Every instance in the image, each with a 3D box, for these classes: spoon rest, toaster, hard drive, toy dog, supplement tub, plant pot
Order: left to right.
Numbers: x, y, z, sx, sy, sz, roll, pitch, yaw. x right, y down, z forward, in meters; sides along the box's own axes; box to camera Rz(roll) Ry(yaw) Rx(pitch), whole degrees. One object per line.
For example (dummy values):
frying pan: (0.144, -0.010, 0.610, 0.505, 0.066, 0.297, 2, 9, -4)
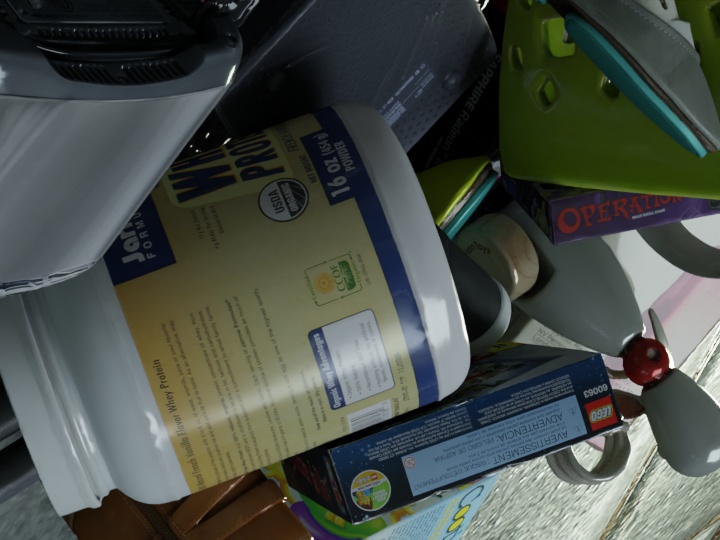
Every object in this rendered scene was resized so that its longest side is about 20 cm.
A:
toaster: (-0.138, -0.066, 0.873, 0.199, 0.114, 0.129, -10, 143, -54)
supplement tub: (-0.064, 0.020, 1.056, 0.199, 0.145, 0.145, -20, 154, -6)
hard drive: (-0.007, -0.103, 1.135, 0.135, 0.042, 0.200, -47, 159, 2)
toy dog: (0.124, 0.034, 1.324, 0.131, 0.202, 0.096, -11, 166, -24)
plant pot: (0.192, -0.151, 1.172, 0.198, 0.199, 0.183, -24, 113, -43)
spoon rest: (0.221, -0.022, 1.243, 0.099, 0.199, 0.061, -22, 113, -35)

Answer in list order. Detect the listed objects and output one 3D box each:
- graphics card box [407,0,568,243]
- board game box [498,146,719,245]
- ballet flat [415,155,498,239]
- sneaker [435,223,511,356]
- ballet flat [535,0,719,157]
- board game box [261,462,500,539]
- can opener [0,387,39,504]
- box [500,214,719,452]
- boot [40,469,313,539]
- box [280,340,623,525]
graphics card box: (0.090, -0.089, 1.328, 0.125, 0.051, 0.201, -20, 148, -49)
board game box: (0.182, -0.058, 1.232, 0.198, 0.033, 0.120, -11, -166, -7)
ballet flat: (0.000, 0.000, 1.295, 0.201, 0.067, 0.067, -56, 175, 33)
sneaker: (-0.030, 0.013, 1.212, 0.198, 0.071, 0.099, -13, 139, 19)
ballet flat: (0.104, -0.137, 1.074, 0.064, 0.200, 0.067, -50, 178, 1)
board game box: (-0.024, 0.157, 1.482, 0.199, 0.103, 0.105, -20, 147, -48)
can opener: (-0.234, 0.118, 1.128, 0.199, 0.054, 0.067, -32, -173, -33)
box: (0.161, -0.012, 1.443, 0.109, 0.128, 0.200, 34, 104, -24)
boot: (-0.078, 0.083, 1.182, 0.073, 0.155, 0.201, -16, 144, -50)
box: (0.036, 0.076, 1.153, 0.136, 0.038, 0.200, -20, -177, -9)
